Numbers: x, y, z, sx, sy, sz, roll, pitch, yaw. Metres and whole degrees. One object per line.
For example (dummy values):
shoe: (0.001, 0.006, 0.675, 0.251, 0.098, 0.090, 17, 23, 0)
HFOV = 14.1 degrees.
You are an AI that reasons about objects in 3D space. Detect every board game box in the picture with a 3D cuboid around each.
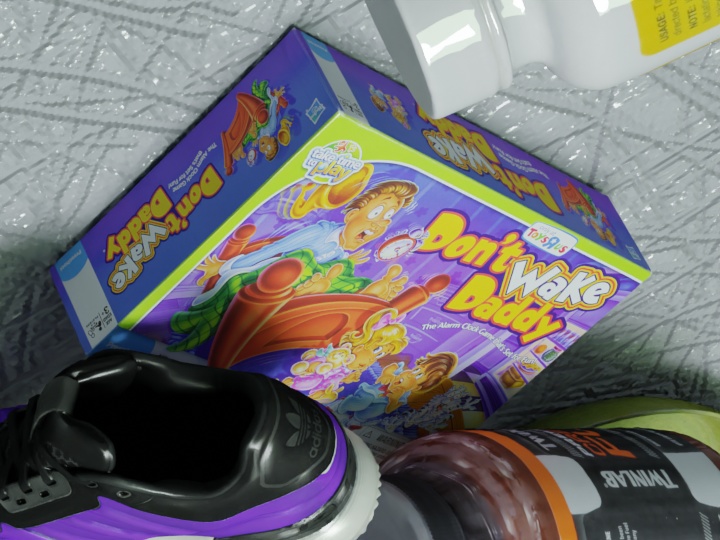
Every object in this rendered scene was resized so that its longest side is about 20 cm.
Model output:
board game box: (0.000, 0.000, 1.104, 0.134, 0.045, 0.200, -43, 141, 20)

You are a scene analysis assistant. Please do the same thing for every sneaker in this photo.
sneaker: (-0.101, 0.064, 1.050, 0.199, 0.070, 0.100, -8, 153, 19)

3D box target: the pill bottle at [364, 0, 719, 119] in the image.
pill bottle: (0.097, -0.127, 0.955, 0.199, 0.111, 0.111, -25, 144, -5)

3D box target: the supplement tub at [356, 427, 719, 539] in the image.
supplement tub: (0.067, 0.116, 1.163, 0.200, 0.107, 0.107, 3, 135, -49)

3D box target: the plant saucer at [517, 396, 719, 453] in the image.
plant saucer: (0.092, 0.120, 1.323, 0.199, 0.031, 0.200, -17, 142, -14)
